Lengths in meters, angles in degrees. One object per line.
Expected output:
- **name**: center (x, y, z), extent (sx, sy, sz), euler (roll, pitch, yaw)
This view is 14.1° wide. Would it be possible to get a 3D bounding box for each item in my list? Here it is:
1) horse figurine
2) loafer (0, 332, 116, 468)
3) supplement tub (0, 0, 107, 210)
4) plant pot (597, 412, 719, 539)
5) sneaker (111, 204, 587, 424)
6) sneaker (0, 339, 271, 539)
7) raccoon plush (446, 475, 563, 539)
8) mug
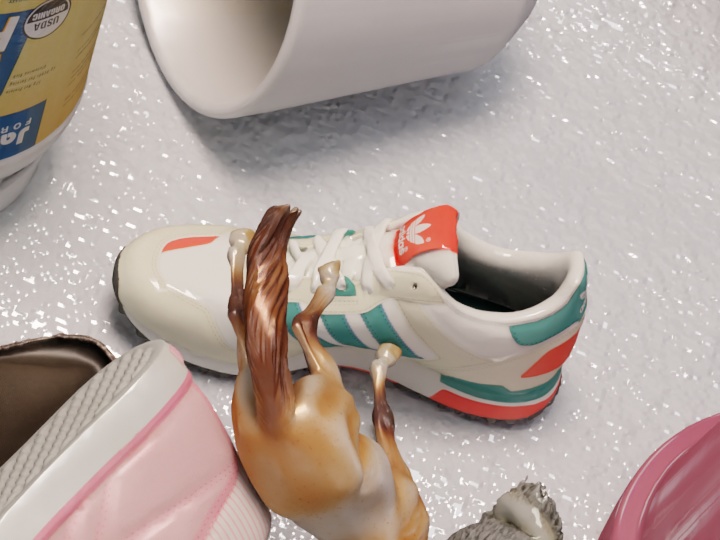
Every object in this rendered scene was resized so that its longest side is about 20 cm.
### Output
- **horse figurine**: center (-0.008, 0.065, 1.117), extent (0.050, 0.200, 0.133), euler (-17, 47, 16)
- **loafer**: center (-0.166, 0.068, 1.103), extent (0.199, 0.072, 0.073), euler (-20, 61, -31)
- **supplement tub**: center (-0.171, -0.124, 1.173), extent (0.144, 0.200, 0.145), euler (9, 49, -11)
- **plant pot**: center (0.201, 0.110, 1.126), extent (0.199, 0.179, 0.201), euler (9, 50, -11)
- **sneaker**: center (0.000, 0.000, 1.202), extent (0.199, 0.094, 0.071), euler (13, 49, -9)
- **sneaker**: center (-0.114, 0.128, 1.070), extent (0.200, 0.075, 0.105), euler (-43, 109, -17)
- **raccoon plush**: center (0.095, 0.169, 1.079), extent (0.200, 0.097, 0.135), euler (32, 40, -31)
- **mug**: center (0.004, -0.161, 1.288), extent (0.152, 0.187, 0.149), euler (-3, 34, -32)
